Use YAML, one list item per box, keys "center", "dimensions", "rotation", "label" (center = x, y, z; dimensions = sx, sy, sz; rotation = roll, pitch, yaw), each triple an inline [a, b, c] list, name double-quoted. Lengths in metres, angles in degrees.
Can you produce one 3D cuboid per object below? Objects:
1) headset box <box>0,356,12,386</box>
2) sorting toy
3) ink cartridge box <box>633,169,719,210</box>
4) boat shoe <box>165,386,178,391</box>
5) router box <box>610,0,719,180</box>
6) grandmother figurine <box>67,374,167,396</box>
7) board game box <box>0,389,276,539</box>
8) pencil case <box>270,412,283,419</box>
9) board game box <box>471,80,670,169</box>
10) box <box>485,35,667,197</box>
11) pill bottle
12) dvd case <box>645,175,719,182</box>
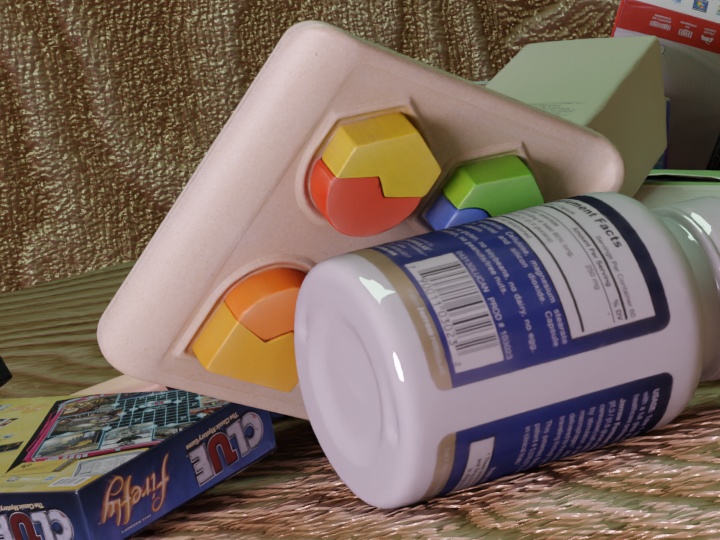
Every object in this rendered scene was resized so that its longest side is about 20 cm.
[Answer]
- center: [-0.301, 0.075, 1.221]
  dimensions: [0.200, 0.093, 0.174]
  rotation: [-33, -4, 22]
  label: "headset box"
- center: [0.006, -0.005, 1.070]
  dimensions: [0.200, 0.185, 0.036]
  rotation: [19, 24, -38]
  label: "sorting toy"
- center: [0.203, -0.017, 1.269]
  dimensions: [0.145, 0.048, 0.200]
  rotation: [0, 10, -22]
  label: "ink cartridge box"
- center: [-0.074, 0.024, 1.274]
  dimensions: [0.072, 0.072, 0.200]
  rotation: [-56, -3, 19]
  label: "boat shoe"
- center: [0.247, -0.102, 1.490]
  dimensions: [0.199, 0.049, 0.180]
  rotation: [15, -36, 4]
  label: "router box"
- center: [-0.173, 0.091, 1.316]
  dimensions: [0.199, 0.061, 0.121]
  rotation: [-9, -2, 12]
  label: "grandmother figurine"
- center: [-0.158, 0.098, 1.151]
  dimensions: [0.200, 0.035, 0.135]
  rotation: [-5, 15, 39]
  label: "board game box"
- center: [-0.072, 0.045, 1.467]
  dimensions: [0.087, 0.078, 0.200]
  rotation: [-33, 7, -4]
  label: "pencil case"
- center: [0.067, -0.084, 1.421]
  dimensions: [0.200, 0.045, 0.134]
  rotation: [-5, 12, -36]
  label: "board game box"
- center: [0.101, -0.065, 1.231]
  dimensions: [0.082, 0.069, 0.200]
  rotation: [-2, 18, 21]
  label: "box"
- center: [0.081, 0.027, 1.046]
  dimensions: [0.199, 0.111, 0.111]
  rotation: [-14, 5, -25]
  label: "pill bottle"
- center: [0.114, -0.056, 1.459]
  dimensions: [0.200, 0.016, 0.148]
  rotation: [9, 10, 42]
  label: "dvd case"
